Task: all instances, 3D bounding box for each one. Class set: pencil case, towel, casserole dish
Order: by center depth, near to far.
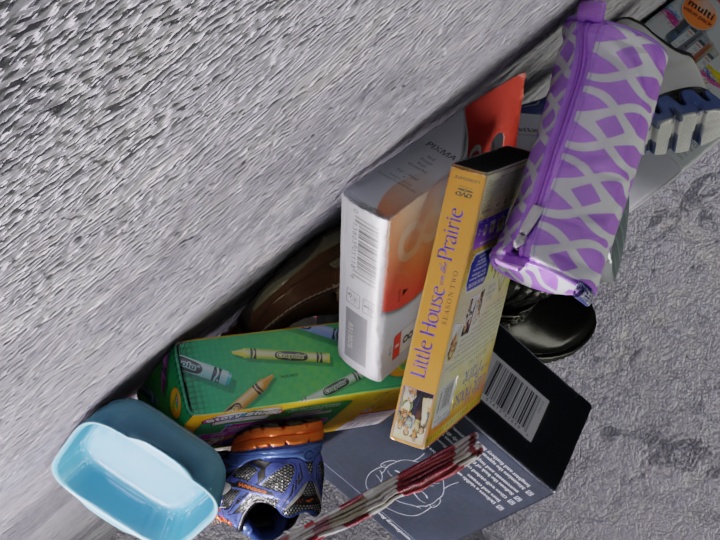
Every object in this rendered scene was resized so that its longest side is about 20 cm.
[{"bbox_3d":[0.149,-0.078,1.069,0.084,0.085,0.201,7,-105,47],"label":"pencil case"},{"bbox_3d":[-0.163,0.151,1.155,0.039,0.121,0.200,-59,-174,-31],"label":"casserole dish"},{"bbox_3d":[-0.007,0.186,1.177,0.200,0.023,0.144,-27,173,-17],"label":"towel"}]

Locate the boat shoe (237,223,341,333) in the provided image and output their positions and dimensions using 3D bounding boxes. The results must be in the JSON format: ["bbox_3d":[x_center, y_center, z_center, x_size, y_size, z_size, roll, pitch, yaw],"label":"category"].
[{"bbox_3d":[0.000,0.000,1.186,0.200,0.074,0.076,-35,175,-15],"label":"boat shoe"}]

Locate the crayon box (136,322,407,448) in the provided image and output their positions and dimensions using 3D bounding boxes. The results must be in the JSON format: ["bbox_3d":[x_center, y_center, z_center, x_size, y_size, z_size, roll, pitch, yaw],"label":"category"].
[{"bbox_3d":[-0.058,0.088,1.178,0.199,0.058,0.119,-6,161,-25],"label":"crayon box"}]

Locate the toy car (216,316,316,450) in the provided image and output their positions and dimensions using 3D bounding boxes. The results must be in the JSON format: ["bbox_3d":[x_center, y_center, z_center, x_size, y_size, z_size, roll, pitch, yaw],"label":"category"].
[{"bbox_3d":[-0.090,0.149,1.512,0.200,0.150,0.175,-41,175,29],"label":"toy car"}]

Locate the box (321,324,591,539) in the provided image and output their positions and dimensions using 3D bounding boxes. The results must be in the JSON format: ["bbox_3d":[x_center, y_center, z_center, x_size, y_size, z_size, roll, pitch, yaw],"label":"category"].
[{"bbox_3d":[0.072,0.141,1.333,0.200,0.148,0.107,-37,-164,47],"label":"box"}]

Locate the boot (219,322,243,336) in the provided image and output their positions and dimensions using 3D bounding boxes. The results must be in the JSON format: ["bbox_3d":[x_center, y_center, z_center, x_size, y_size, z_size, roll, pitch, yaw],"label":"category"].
[{"bbox_3d":[-0.076,0.090,1.311,0.075,0.107,0.200,-33,172,-11],"label":"boot"}]

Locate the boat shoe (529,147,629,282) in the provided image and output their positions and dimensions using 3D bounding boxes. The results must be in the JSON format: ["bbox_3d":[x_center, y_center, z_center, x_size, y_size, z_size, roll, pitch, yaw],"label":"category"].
[{"bbox_3d":[0.178,-0.055,1.254,0.200,0.067,0.074,67,38,-59],"label":"boat shoe"}]

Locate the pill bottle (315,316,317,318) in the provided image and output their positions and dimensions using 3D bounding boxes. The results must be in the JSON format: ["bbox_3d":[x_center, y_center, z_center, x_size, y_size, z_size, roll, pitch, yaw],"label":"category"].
[{"bbox_3d":[0.048,0.065,1.458,0.112,0.200,0.112,-40,177,-3],"label":"pill bottle"}]

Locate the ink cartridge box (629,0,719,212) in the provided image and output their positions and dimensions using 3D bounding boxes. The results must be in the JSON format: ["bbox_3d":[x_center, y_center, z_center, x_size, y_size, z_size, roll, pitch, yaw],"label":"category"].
[{"bbox_3d":[0.326,-0.187,1.626,0.200,0.145,0.145,-38,176,-24],"label":"ink cartridge box"}]

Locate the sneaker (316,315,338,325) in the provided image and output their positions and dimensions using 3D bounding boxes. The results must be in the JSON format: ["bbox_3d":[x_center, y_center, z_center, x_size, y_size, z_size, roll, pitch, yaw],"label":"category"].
[{"bbox_3d":[0.015,0.046,1.299,0.060,0.104,0.200,-82,177,-61],"label":"sneaker"}]

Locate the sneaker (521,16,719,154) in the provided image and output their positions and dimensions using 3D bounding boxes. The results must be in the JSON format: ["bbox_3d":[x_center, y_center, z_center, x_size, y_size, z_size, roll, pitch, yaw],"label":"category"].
[{"bbox_3d":[0.214,-0.156,1.357,0.199,0.115,0.081,-9,152,-5],"label":"sneaker"}]

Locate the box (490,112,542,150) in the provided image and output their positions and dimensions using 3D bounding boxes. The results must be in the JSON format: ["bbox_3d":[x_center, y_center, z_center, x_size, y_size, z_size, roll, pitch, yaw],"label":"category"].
[{"bbox_3d":[0.113,-0.063,1.312,0.156,0.041,0.200,1,153,-34],"label":"box"}]

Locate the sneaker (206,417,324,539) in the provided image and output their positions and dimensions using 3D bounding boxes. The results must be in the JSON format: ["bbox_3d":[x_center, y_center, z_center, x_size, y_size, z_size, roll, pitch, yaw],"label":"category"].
[{"bbox_3d":[-0.090,0.175,1.195,0.075,0.079,0.200,-1,160,-30],"label":"sneaker"}]

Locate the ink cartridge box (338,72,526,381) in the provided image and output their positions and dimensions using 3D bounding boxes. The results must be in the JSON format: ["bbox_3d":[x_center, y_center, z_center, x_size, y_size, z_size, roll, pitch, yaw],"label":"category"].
[{"bbox_3d":[0.066,-0.032,1.123,0.200,0.050,0.162,-34,144,-32],"label":"ink cartridge box"}]

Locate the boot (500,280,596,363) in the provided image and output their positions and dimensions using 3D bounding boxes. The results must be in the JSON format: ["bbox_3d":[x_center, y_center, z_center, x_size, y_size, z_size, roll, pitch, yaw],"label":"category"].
[{"bbox_3d":[0.149,0.017,1.357,0.211,0.080,0.158,0,152,-27],"label":"boot"}]

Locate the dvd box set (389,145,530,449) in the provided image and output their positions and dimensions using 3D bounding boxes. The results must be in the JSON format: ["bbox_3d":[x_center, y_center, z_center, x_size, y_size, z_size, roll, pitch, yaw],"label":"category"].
[{"bbox_3d":[0.077,0.015,1.104,0.146,0.029,0.201,-26,130,-67],"label":"dvd box set"}]
